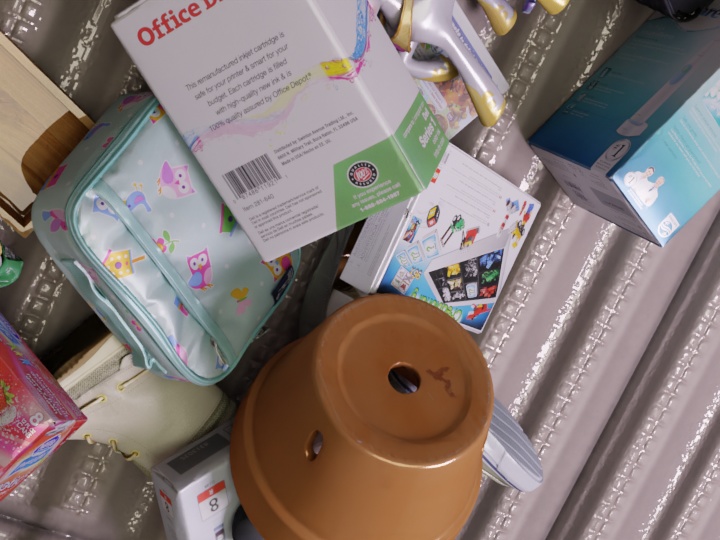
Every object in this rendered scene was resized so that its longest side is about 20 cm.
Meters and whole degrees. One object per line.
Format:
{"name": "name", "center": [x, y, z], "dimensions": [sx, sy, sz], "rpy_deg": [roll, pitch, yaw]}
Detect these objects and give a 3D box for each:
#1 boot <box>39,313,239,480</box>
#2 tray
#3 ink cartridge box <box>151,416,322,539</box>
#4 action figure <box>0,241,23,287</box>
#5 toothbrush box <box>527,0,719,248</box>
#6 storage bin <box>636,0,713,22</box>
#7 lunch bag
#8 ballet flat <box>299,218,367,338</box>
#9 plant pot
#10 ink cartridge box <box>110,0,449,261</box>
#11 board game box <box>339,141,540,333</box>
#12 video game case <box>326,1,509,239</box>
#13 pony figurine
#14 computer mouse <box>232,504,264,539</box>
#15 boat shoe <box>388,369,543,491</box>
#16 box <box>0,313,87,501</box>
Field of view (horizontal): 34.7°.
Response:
{"name": "boot", "center": [-0.203, 0.131, 0.919], "dimensions": [0.199, 0.072, 0.155], "rpy_deg": [-39, 116, -8]}
{"name": "tray", "center": [-0.283, -0.129, 0.830], "dimensions": [0.099, 0.037, 0.200], "rpy_deg": [-45, 116, -2]}
{"name": "ink cartridge box", "center": [-0.080, 0.212, 0.956], "dimensions": [0.161, 0.050, 0.203], "rpy_deg": [-28, 122, -33]}
{"name": "action figure", "center": [-0.297, -0.049, 0.790], "dimensions": [0.055, 0.118, 0.201], "rpy_deg": [-42, 141, -7]}
{"name": "toothbrush box", "center": [0.260, -0.134, 0.958], "dimensions": [0.200, 0.146, 0.085], "rpy_deg": [-46, 115, -2]}
{"name": "storage bin", "center": [0.274, -0.317, 0.916], "dimensions": [0.200, 0.094, 0.135], "rpy_deg": [-43, 132, -2]}
{"name": "lunch bag", "center": [-0.137, -0.018, 0.853], "dimensions": [0.201, 0.076, 0.161], "rpy_deg": [55, 52, -31]}
{"name": "ballet flat", "center": [0.000, 0.000, 0.939], "dimensions": [0.066, 0.064, 0.203], "rpy_deg": [7, 112, -30]}
{"name": "plant pot", "center": [0.011, 0.111, 0.854], "dimensions": [0.197, 0.203, 0.141], "rpy_deg": [0, 146, -19]}
{"name": "ink cartridge box", "center": [-0.052, -0.128, 0.794], "dimensions": [0.143, 0.084, 0.201], "rpy_deg": [-22, 111, 30]}
{"name": "board game box", "center": [0.071, -0.026, 0.926], "dimensions": [0.199, 0.034, 0.128], "rpy_deg": [21, 95, -58]}
{"name": "video game case", "center": [0.010, -0.142, 0.938], "dimensions": [0.199, 0.018, 0.144], "rpy_deg": [-40, 114, -4]}
{"name": "pony figurine", "center": [0.063, -0.224, 0.854], "dimensions": [0.198, 0.167, 0.195], "rpy_deg": [21, 106, -39]}
{"name": "computer mouse", "center": [-0.015, 0.169, 0.927], "dimensions": [0.198, 0.034, 0.059], "rpy_deg": [-30, 120, -22]}
{"name": "boat shoe", "center": [0.085, 0.137, 1.032], "dimensions": [0.062, 0.072, 0.200], "rpy_deg": [-38, 113, 23]}
{"name": "box", "center": [-0.298, 0.064, 0.807], "dimensions": [0.100, 0.095, 0.200], "rpy_deg": [-42, 85, -3]}
